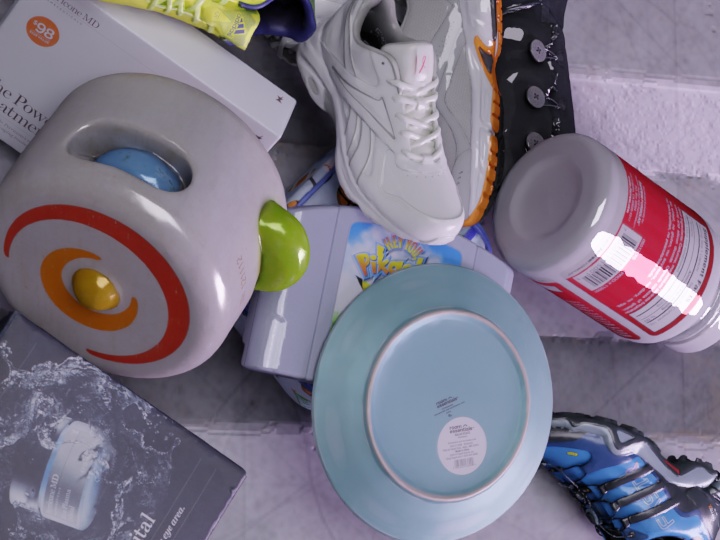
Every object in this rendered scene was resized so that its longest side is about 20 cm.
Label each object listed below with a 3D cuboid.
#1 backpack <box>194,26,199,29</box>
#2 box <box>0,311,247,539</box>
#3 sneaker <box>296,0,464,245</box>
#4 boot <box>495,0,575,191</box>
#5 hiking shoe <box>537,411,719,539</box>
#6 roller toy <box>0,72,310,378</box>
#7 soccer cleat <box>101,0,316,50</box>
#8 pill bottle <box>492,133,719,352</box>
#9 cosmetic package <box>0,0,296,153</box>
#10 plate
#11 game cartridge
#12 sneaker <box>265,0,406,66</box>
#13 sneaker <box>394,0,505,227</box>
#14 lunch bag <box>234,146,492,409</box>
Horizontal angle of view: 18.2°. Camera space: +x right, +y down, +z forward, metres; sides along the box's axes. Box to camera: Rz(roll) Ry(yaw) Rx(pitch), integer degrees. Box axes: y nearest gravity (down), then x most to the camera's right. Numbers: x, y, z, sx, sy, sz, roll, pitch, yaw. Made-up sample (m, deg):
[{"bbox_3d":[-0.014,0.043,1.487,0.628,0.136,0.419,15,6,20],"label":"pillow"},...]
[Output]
[{"bbox_3d":[-0.179,-0.250,1.605,0.200,0.154,0.163,41,61,4],"label":"backpack"},{"bbox_3d":[-0.218,0.169,1.526,0.199,0.117,0.197,35,71,-11],"label":"box"},{"bbox_3d":[0.024,-0.114,1.583,0.078,0.099,0.201,-10,64,-40],"label":"sneaker"},{"bbox_3d":[0.095,-0.154,1.723,0.164,0.066,0.202,6,82,-28],"label":"boot"},{"bbox_3d":[0.195,0.167,1.707,0.199,0.074,0.087,22,73,-17],"label":"hiking shoe"},{"bbox_3d":[-0.155,-0.025,1.505,0.183,0.199,0.140,52,43,-23],"label":"roller toy"},{"bbox_3d":[-0.105,-0.190,1.522,0.199,0.065,0.084,-4,66,-45],"label":"soccer cleat"},{"bbox_3d":[0.200,-0.014,1.693,0.200,0.112,0.113,31,70,-40],"label":"pill bottle"},{"bbox_3d":[-0.168,-0.119,1.571,0.199,0.151,0.052,34,38,-12],"label":"cosmetic package"},{"bbox_3d":[0.058,0.095,1.596,0.199,0.026,0.202,0,90,-29],"label":"plate"},{"bbox_3d":[0.017,0.026,1.608,0.199,0.040,0.134,14,80,-27],"label":"game cartridge"},{"bbox_3d":[-0.051,-0.204,1.677,0.199,0.076,0.081,34,80,-11],"label":"sneaker"},{"bbox_3d":[0.058,-0.131,1.654,0.091,0.076,0.202,-2,81,10],"label":"sneaker"},{"bbox_3d":[0.000,0.000,1.660,0.200,0.075,0.161,-44,101,-20],"label":"lunch bag"}]
